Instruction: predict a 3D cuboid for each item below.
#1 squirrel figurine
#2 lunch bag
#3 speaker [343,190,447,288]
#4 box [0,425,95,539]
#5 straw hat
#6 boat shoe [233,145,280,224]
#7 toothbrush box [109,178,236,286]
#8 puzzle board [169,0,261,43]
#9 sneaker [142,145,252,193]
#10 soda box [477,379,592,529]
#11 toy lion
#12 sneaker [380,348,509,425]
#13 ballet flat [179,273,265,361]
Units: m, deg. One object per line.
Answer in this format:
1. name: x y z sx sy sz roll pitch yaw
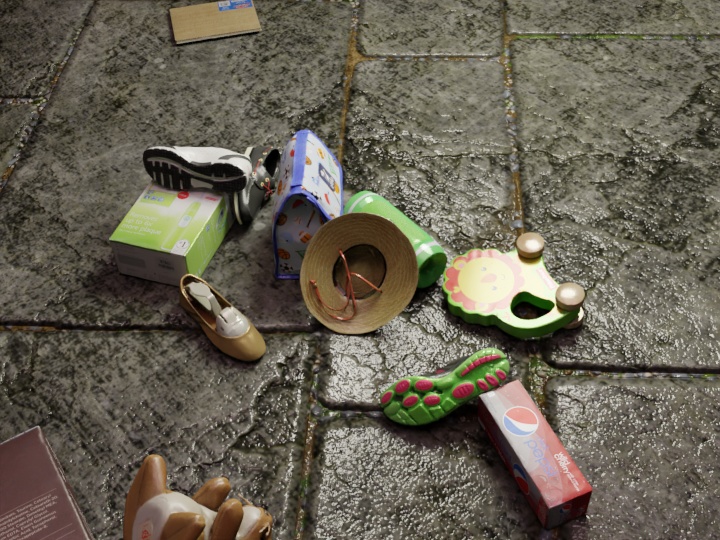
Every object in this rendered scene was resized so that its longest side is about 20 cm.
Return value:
1. squirrel figurine: -0.204 0.356 1.134 0.141 0.186 0.201 26 88 45
2. lunch bag: -0.090 -0.110 1.539 0.123 0.201 0.171 -1 45 2
3. speaker: 0.056 -0.055 1.559 0.088 0.089 0.200 -30 52 -24
4. box: -0.425 0.344 1.139 0.164 0.166 0.200 -26 51 -20
5. straw hat: 0.000 0.000 1.492 0.200 0.202 0.085 5 7 8
6. boat shoe: -0.191 -0.162 1.680 0.063 0.074 0.202 -2 42 10
7. toothbrush box: -0.323 -0.077 1.598 0.145 0.086 0.201 13 46 14
8. puzzle board: -0.342 -0.586 2.137 0.199 0.017 0.151 -11 45 -9
9. sneaker: -0.285 -0.183 1.604 0.199 0.074 0.080 12 31 6
10. soda box: 0.238 0.253 1.267 0.070 0.064 0.200 -18 49 -14
11. toy lion: 0.238 0.034 1.487 0.191 0.069 0.200 -23 49 -9
12. sneaker: 0.127 0.177 1.349 0.199 0.084 0.077 -19 79 4
13. ballet flat: -0.230 0.073 1.463 0.200 0.063 0.069 34 57 30
